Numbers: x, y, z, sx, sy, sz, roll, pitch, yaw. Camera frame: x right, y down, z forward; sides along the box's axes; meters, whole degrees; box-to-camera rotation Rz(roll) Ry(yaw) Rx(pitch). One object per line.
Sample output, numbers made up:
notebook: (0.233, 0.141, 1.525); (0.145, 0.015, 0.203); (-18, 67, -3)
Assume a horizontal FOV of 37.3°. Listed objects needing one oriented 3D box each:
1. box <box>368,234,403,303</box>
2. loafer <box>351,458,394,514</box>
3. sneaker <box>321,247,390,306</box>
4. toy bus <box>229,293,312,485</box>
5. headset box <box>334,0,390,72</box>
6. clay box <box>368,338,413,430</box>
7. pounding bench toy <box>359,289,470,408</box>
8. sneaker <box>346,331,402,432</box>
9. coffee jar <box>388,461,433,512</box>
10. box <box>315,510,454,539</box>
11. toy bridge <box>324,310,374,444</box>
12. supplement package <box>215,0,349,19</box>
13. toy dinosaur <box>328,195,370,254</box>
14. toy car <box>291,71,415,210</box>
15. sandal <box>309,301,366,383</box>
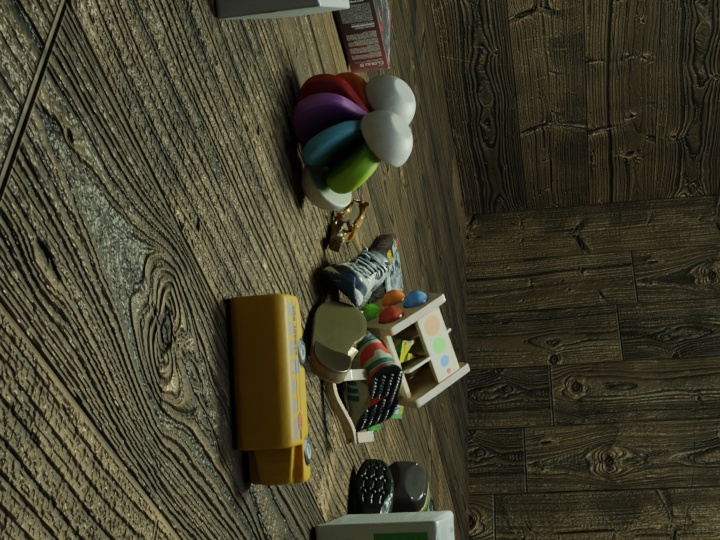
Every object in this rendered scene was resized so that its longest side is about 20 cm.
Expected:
box: (0.047, 0.018, 2.039); (0.200, 0.040, 0.137); (-57, 141, -73)
loafer: (0.015, 0.386, 1.664); (0.201, 0.068, 0.071); (-87, -173, -45)
sneaker: (0.000, 0.000, 1.607); (0.077, 0.085, 0.200); (44, 2, 3)
toy bus: (-0.095, 0.127, 1.136); (0.078, 0.065, 0.201); (18, 68, -79)
headset box: (0.005, -0.463, 1.904); (0.200, 0.075, 0.149); (72, 17, -53)
clay box: (0.056, 0.189, 1.907); (0.115, 0.047, 0.201); (31, 67, -76)
pounding bench toy: (0.047, 0.114, 1.731); (0.124, 0.200, 0.156); (-30, 109, -32)
sneaker: (0.011, 0.170, 1.657); (0.094, 0.070, 0.200); (61, -23, 30)
coffee jar: (0.090, 0.448, 1.975); (0.104, 0.085, 0.200); (-77, 161, -49)
box: (0.041, 0.438, 1.467); (0.200, 0.171, 0.200); (40, 47, -75)
toy bridge: (-0.022, 0.153, 1.554); (0.067, 0.027, 0.201); (0, 81, -40)
supplement package: (-0.089, -0.352, 1.225); (0.200, 0.117, 0.118); (-58, 143, -74)
toy dinosaur: (-0.022, -0.066, 1.698); (0.200, 0.060, 0.106); (-6, 116, -75)
toy car: (-0.026, -0.197, 1.476); (0.150, 0.175, 0.200); (38, 37, -27)
sandal: (-0.045, 0.113, 1.471); (0.212, 0.077, 0.070); (-75, -168, -68)
